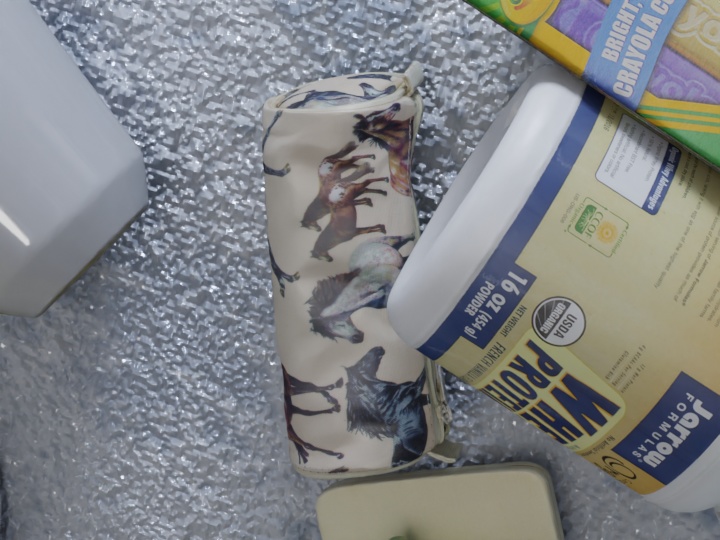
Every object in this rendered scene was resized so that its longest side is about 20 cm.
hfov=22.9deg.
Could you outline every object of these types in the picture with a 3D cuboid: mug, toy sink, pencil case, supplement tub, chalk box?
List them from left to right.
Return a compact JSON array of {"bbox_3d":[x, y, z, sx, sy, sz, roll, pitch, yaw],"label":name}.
[{"bbox_3d":[-0.193,-0.058,0.920,0.153,0.187,0.149,45,81,-5],"label":"mug"},{"bbox_3d":[0.000,0.000,0.876,0.089,0.078,0.201,-3,102,8],"label":"pencil case"},{"bbox_3d":[0.039,0.211,0.875,0.130,0.112,0.201,-8,100,21],"label":"toy sink"},{"bbox_3d":[0.128,0.017,0.789,0.199,0.144,0.145,33,112,-2],"label":"supplement tub"},{"bbox_3d":[0.129,-0.147,0.769,0.200,0.124,0.124,36,112,7],"label":"chalk box"}]
